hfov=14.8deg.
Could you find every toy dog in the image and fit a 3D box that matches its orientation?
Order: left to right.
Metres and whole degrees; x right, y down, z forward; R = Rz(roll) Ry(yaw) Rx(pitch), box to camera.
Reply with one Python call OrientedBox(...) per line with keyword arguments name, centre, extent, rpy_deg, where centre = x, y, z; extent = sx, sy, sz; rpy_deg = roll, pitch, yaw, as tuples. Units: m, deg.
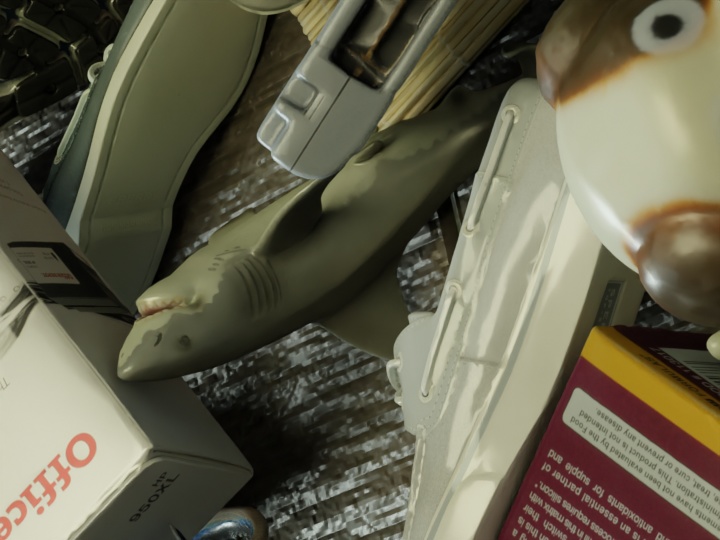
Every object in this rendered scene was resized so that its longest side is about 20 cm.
OrientedBox(name="toy dog", centre=(0.142, -0.044, 0.834), extent=(0.194, 0.200, 0.140), rpy_deg=(-32, 65, 37))

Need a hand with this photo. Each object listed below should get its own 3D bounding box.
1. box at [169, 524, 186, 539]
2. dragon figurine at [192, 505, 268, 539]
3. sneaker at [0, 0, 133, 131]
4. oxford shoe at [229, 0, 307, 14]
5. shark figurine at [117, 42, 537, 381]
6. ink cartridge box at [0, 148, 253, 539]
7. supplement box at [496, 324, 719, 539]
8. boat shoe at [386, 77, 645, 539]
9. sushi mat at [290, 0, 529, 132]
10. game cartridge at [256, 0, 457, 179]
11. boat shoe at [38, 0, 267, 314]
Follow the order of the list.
OrientedBox(name="box", centre=(-0.017, 0.190, 1.005), extent=(0.032, 0.121, 0.200), rpy_deg=(-35, 44, -2))
OrientedBox(name="dragon figurine", centre=(-0.098, 0.122, 1.143), extent=(0.200, 0.059, 0.100), rpy_deg=(15, 97, 43))
OrientedBox(name="sneaker", centre=(-0.173, -0.099, 1.196), extent=(0.200, 0.079, 0.089), rpy_deg=(-44, 42, 2))
OrientedBox(name="oxford shoe", centre=(-0.019, -0.147, 0.993), extent=(0.075, 0.058, 0.200), rpy_deg=(40, 147, -5))
OrientedBox(name="shark figurine", centre=(0.016, -0.012, 1.054), extent=(0.214, 0.128, 0.090), rpy_deg=(-32, 97, 9))
OrientedBox(name="ink cartridge box", centre=(-0.160, 0.054, 1.081), extent=(0.145, 0.084, 0.200), rpy_deg=(-47, 64, 13))
OrientedBox(name="supplement box", centre=(0.101, 0.132, 0.936), extent=(0.110, 0.086, 0.200), rpy_deg=(36, 111, 40))
OrientedBox(name="boat shoe", centre=(0.046, 0.030, 0.964), extent=(0.068, 0.072, 0.200), rpy_deg=(22, 102, 29))
OrientedBox(name="sushi mat", centre=(0.046, -0.143, 1.062), extent=(0.200, 0.012, 0.096), rpy_deg=(-47, 56, 30))
OrientedBox(name="game cartridge", centre=(0.031, -0.125, 0.974), extent=(0.042, 0.133, 0.200), rpy_deg=(33, 98, 1))
OrientedBox(name="boat shoe", centre=(-0.100, -0.065, 1.153), extent=(0.062, 0.073, 0.200), rpy_deg=(40, 118, 33))
